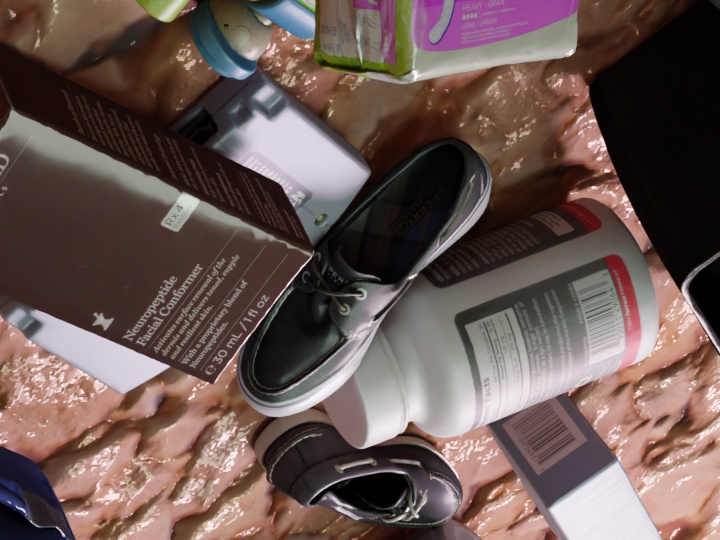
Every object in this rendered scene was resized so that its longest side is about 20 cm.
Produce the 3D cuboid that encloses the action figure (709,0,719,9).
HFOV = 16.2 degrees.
[{"bbox_3d":[0.229,-0.194,1.376,0.130,0.070,0.200,-28,174,-3],"label":"action figure"}]

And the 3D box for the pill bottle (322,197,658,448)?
[{"bbox_3d":[0.073,0.037,1.553,0.199,0.111,0.111,-20,141,-19],"label":"pill bottle"}]

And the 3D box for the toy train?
[{"bbox_3d":[-0.073,-0.168,1.246,0.116,0.085,0.200,-34,146,21],"label":"toy train"}]

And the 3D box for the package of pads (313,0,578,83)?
[{"bbox_3d":[0.045,-0.196,1.220,0.154,0.068,0.201,-15,112,-49],"label":"package of pads"}]

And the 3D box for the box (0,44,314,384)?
[{"bbox_3d":[-0.133,-0.028,1.314,0.200,0.075,0.100,25,112,-32],"label":"box"}]

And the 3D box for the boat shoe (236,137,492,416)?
[{"bbox_3d":[0.000,0.000,1.463,0.200,0.070,0.066,-43,164,-3],"label":"boat shoe"}]

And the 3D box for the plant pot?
[{"bbox_3d":[0.253,-0.065,1.524,0.200,0.178,0.200,-36,144,3],"label":"plant pot"}]

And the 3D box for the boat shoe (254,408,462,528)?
[{"bbox_3d":[0.008,0.147,1.666,0.073,0.063,0.200,-46,142,15],"label":"boat shoe"}]

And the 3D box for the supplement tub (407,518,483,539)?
[{"bbox_3d":[0.023,0.278,1.774,0.200,0.123,0.122,-41,143,9],"label":"supplement tub"}]

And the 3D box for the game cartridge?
[{"bbox_3d":[-0.095,-0.018,1.425,0.200,0.041,0.133,-41,140,8],"label":"game cartridge"}]

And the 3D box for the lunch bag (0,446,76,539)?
[{"bbox_3d":[-0.252,0.153,1.408,0.132,0.136,0.200,-46,141,14],"label":"lunch bag"}]

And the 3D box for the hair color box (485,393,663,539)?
[{"bbox_3d":[0.155,0.157,1.762,0.061,0.099,0.200,-34,144,-1],"label":"hair color box"}]
